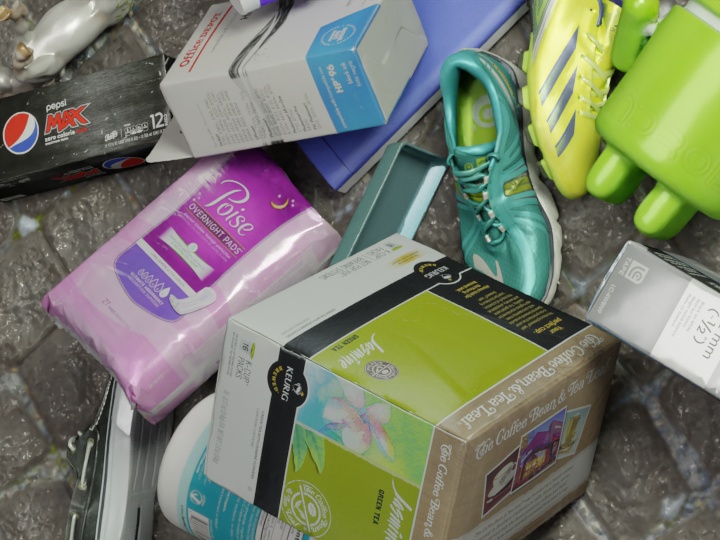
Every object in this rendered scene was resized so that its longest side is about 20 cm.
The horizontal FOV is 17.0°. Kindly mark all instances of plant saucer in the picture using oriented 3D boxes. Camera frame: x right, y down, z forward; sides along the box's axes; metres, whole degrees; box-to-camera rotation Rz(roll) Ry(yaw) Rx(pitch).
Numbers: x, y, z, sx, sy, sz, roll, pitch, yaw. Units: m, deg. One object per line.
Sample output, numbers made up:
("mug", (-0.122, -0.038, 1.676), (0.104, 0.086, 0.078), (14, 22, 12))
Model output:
("plant saucer", (0.000, 0.000, 1.752), (0.019, 0.070, 0.200), (30, 97, 32))

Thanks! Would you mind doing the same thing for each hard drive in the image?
("hard drive", (0.016, -0.174, 1.791), (0.200, 0.025, 0.132), (-45, 66, 15))

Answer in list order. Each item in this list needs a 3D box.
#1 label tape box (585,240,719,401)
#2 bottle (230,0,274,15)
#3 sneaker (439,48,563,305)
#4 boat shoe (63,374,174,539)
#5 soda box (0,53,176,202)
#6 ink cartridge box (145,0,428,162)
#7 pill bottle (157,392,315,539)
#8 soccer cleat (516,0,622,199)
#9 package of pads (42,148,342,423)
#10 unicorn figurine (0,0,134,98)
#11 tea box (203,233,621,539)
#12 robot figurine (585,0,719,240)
("label tape box", (0.263, 0.060, 1.569), (0.200, 0.143, 0.066), (31, 98, 27))
("bottle", (-0.006, -0.245, 1.714), (0.200, 0.084, 0.065), (-27, 79, -10))
("sneaker", (0.089, -0.061, 1.710), (0.077, 0.080, 0.200), (-16, 77, 24))
("boat shoe", (-0.192, 0.146, 1.829), (0.071, 0.072, 0.200), (10, 90, 23))
("soda box", (-0.218, -0.110, 1.880), (0.200, 0.063, 0.071), (-12, 78, 24))
("ink cartridge box", (-0.065, -0.147, 1.744), (0.200, 0.116, 0.068), (-9, 122, 26))
("pill bottle", (-0.039, 0.170, 1.727), (0.200, 0.111, 0.111), (24, 95, 26))
("soccer cleat", (0.156, -0.152, 1.697), (0.084, 0.065, 0.200), (-6, 81, 19))
("package of pads", (-0.120, 0.005, 1.766), (0.200, 0.076, 0.121), (-41, 64, -8))
("unicorn figurine", (-0.242, -0.187, 1.880), (0.200, 0.137, 0.074), (-28, 76, 2))
("tea box", (0.036, 0.094, 1.630), (0.197, 0.200, 0.134), (26, 121, 28))
("robot figurine", (0.237, -0.116, 1.620), (0.175, 0.116, 0.200), (38, 99, 18))
